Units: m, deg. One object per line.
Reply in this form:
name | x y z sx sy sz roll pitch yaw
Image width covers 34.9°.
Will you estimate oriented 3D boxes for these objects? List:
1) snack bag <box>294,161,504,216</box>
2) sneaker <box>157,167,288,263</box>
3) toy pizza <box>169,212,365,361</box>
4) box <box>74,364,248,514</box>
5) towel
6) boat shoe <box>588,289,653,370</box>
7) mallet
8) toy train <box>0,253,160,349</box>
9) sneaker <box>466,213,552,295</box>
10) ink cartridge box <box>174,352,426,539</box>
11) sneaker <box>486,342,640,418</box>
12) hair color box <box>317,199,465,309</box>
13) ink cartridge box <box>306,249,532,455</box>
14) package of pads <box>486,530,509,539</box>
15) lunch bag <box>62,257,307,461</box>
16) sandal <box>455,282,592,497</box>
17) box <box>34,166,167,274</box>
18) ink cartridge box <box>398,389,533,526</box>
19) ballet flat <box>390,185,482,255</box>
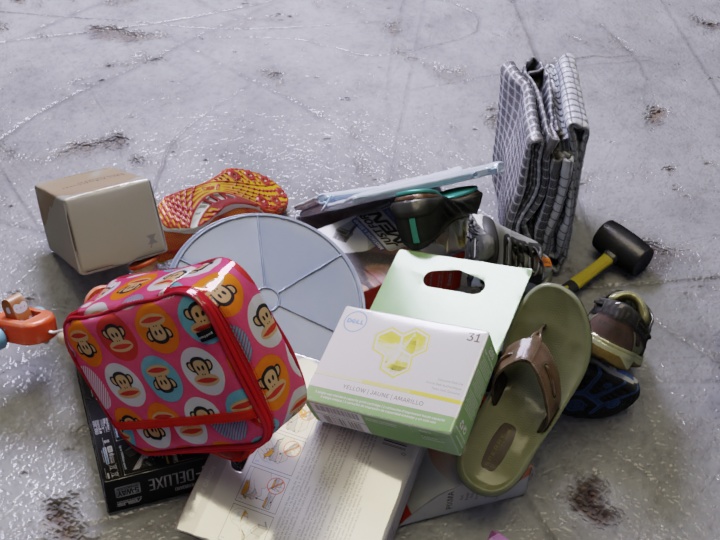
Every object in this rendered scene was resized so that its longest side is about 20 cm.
snack bag | 0.038 -0.092 1.282 0.188 0.022 0.200 -13 3 -18
sneaker | -0.164 -0.063 1.294 0.199 0.077 0.073 -19 63 -44
toy pizza | -0.094 0.035 1.124 0.199 0.032 0.201 5 62 -10
box | -0.185 0.122 1.103 0.157 0.050 0.200 -12 45 -16
towel | 0.194 -0.121 1.279 0.085 0.201 0.166 2 42 0
boat shoe | 0.257 0.053 1.124 0.072 0.066 0.201 32 11 14
mallet | 0.247 0.018 1.258 0.066 0.041 0.200 33 55 25
toy train | -0.267 0.025 1.134 0.150 0.056 0.200 8 24 35
sneaker | 0.152 -0.014 1.172 0.079 0.200 0.074 1 83 17
ink cartridge box | -0.043 0.178 1.021 0.175 0.045 0.201 15 58 15
sneaker | 0.185 0.085 1.115 0.199 0.076 0.077 20 42 -18
hair color box | 0.000 0.000 1.237 0.199 0.064 0.111 -23 50 -24
ink cartridge box | 0.054 0.056 1.024 0.145 0.048 0.201 10 59 27
package of pads | 0.146 0.309 0.904 0.200 0.076 0.120 32 53 27
lunch bag | -0.144 0.086 0.969 0.199 0.177 0.082 -11 22 41
sandal | 0.148 0.106 1.013 0.079 0.057 0.202 21 78 16
box | -0.276 -0.056 1.202 0.095 0.078 0.200 -16 14 -22
ink cartridge box | 0.039 0.157 1.081 0.199 0.050 0.163 -9 44 -18
ballet flat | 0.080 -0.051 1.193 0.068 0.069 0.200 -8 2 25
